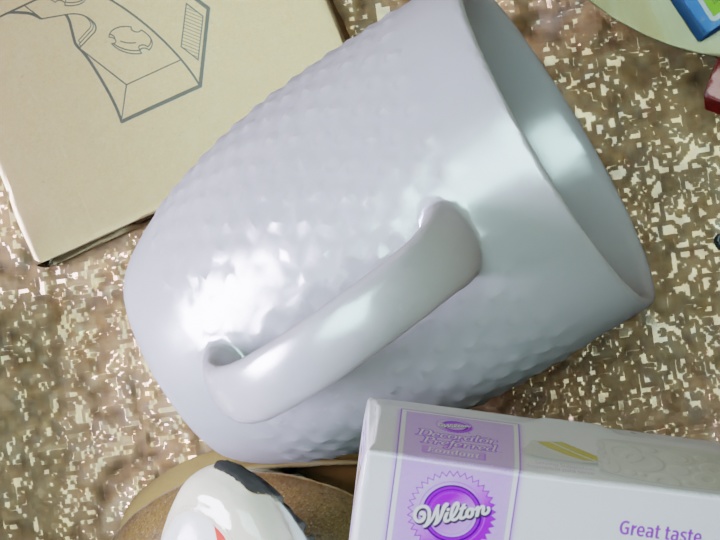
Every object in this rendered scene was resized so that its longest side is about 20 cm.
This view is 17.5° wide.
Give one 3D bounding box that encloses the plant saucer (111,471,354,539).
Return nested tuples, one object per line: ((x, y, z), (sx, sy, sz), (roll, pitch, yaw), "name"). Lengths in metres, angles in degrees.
((-0.033, 0.180, 0.926), (0.199, 0.035, 0.201), (8, 110, 22), "plant saucer")

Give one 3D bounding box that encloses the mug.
((0.000, 0.000, 0.882), (0.175, 0.200, 0.148), (-31, 100, 14), "mug")

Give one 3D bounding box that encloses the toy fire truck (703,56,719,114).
((0.145, -0.174, 0.935), (0.140, 0.049, 0.201), (25, 92, 10), "toy fire truck")

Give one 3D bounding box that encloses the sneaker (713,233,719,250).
((0.202, -0.040, 0.905), (0.139, 0.078, 0.201), (-14, 85, 9), "sneaker")

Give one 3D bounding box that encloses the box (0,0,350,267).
((-0.102, -0.123, 0.994), (0.163, 0.021, 0.201), (-23, 85, 9), "box")

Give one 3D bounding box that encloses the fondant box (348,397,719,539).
((0.060, 0.154, 0.823), (0.143, 0.058, 0.201), (7, 106, 1), "fondant box")

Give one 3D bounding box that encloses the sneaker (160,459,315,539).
((-0.070, 0.170, 0.857), (0.070, 0.093, 0.201), (28, 119, 35), "sneaker")

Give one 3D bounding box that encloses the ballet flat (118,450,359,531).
((-0.010, 0.100, 0.948), (0.199, 0.063, 0.069), (-7, 86, 11), "ballet flat")

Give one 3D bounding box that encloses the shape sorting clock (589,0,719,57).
((0.151, -0.181, 0.889), (0.199, 0.039, 0.201), (1, 93, 21), "shape sorting clock")
